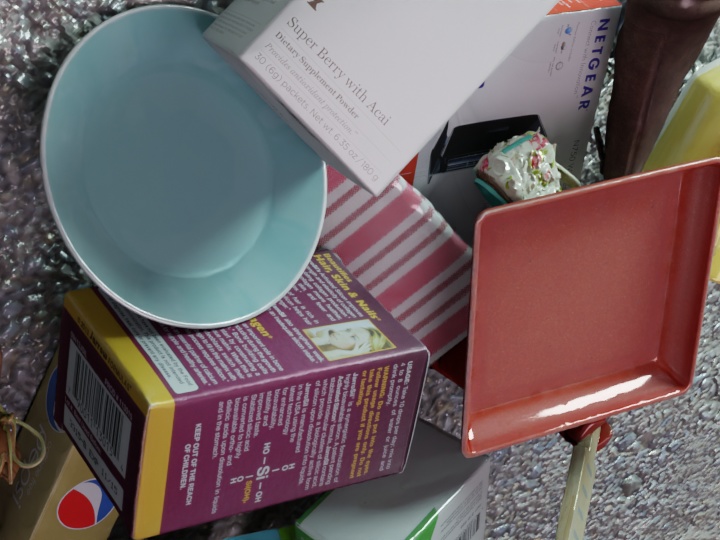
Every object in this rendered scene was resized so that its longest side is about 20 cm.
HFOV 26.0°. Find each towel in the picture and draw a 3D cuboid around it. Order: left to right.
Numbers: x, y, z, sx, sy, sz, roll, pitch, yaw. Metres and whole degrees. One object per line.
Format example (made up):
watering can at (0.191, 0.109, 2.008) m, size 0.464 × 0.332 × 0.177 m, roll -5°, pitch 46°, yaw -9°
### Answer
towel at (0.000, 0.000, 1.093) m, size 0.146 × 0.030 × 0.200 m, roll -36°, pitch 124°, yaw 18°

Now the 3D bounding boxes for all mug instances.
mug at (0.296, -0.074, 1.204) m, size 0.148 × 0.187 × 0.154 m, roll 15°, pitch 107°, yaw -20°

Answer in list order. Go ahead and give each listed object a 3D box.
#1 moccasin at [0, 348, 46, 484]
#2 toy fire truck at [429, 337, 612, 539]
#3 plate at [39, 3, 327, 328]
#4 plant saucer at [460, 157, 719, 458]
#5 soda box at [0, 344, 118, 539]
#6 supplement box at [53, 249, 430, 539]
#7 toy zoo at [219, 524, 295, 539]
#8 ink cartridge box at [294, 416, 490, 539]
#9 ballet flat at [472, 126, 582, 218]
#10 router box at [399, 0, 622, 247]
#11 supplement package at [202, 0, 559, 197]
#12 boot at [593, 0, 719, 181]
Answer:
moccasin at (-0.257, 0.120, 1.036) m, size 0.077 × 0.074 × 0.203 m, roll -13°, pitch 129°, yaw -35°
toy fire truck at (0.129, 0.105, 1.203) m, size 0.129 × 0.200 × 0.176 m, roll -48°, pitch 137°, yaw 7°
plate at (-0.108, -0.063, 0.958) m, size 0.199 × 0.025 × 0.202 m, roll 7°, pitch 78°, yaw -35°
plant saucer at (0.155, 0.020, 1.096) m, size 0.198 × 0.037 × 0.202 m, roll -13°, pitch 124°, yaw -21°
soda box at (-0.191, 0.117, 1.083) m, size 0.064 × 0.068 × 0.201 m, roll 10°, pitch 117°, yaw -40°
supplement box at (-0.077, 0.072, 0.988) m, size 0.199 × 0.131 × 0.104 m, roll -9°, pitch 125°, yaw -31°
toy zoo at (-0.136, 0.228, 1.184) m, size 0.199 × 0.021 × 0.131 m, roll -5°, pitch 163°, yaw -37°
ink cartridge box at (0.025, 0.235, 1.206) m, size 0.146 × 0.083 × 0.201 m, roll -41°, pitch 145°, yaw -37°
ballet flat at (0.145, -0.028, 1.131) m, size 0.064 × 0.076 × 0.200 m, roll -45°, pitch 140°, yaw -7°
router box at (0.083, -0.102, 1.114) m, size 0.178 × 0.049 × 0.201 m, roll -12°, pitch 130°, yaw -27°
supplement package at (0.022, -0.165, 0.932) m, size 0.121 × 0.120 × 0.200 m, roll 43°, pitch 89°, yaw -21°
boot at (0.206, -0.133, 1.079) m, size 0.072 × 0.200 × 0.168 m, roll 13°, pitch 103°, yaw 6°
